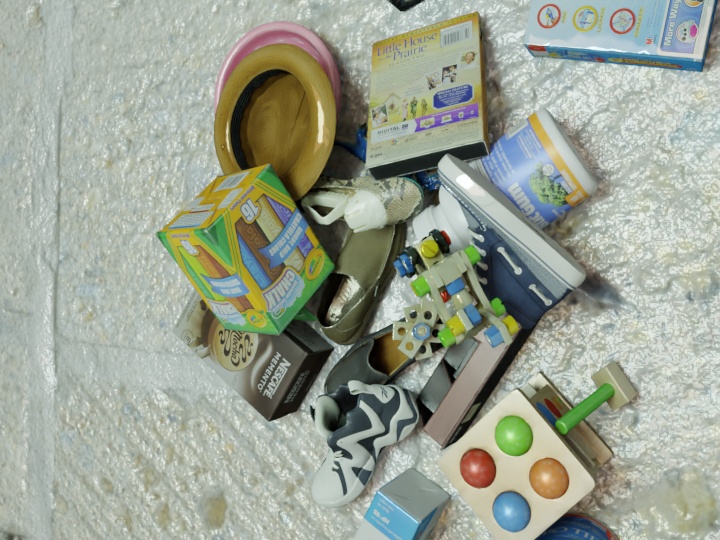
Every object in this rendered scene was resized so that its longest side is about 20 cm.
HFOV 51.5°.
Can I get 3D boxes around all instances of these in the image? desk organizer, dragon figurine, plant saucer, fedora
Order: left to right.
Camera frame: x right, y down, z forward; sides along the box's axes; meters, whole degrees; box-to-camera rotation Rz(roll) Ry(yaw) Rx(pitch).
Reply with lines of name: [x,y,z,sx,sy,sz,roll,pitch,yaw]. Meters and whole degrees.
plant saucer: [-0.109,-0.232,1.024,0.196,0.051,0.206,0,90,25]
fedora: [-0.096,-0.180,0.946,0.197,0.081,0.206,5,99,30]
dragon figurine: [0.032,-0.137,0.952,0.196,0.059,0.102,-5,88,24]
desk organizer: [0.132,0.107,0.900,0.077,0.071,0.202,36,105,23]

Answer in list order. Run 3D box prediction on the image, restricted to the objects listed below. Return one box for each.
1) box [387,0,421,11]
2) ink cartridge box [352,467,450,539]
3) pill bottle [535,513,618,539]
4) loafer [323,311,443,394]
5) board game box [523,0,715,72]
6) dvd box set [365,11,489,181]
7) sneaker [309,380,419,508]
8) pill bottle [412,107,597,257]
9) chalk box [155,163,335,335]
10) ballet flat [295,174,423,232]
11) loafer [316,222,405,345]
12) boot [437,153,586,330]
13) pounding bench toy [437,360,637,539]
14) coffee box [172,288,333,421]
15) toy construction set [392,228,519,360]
box: [0.023,-0.426,0.876,0.085,0.199,0.167,-21,82,23]
ink cartridge box: [0.026,0.359,0.927,0.066,0.115,0.203,29,102,22]
pill bottle: [0.217,0.340,0.789,0.110,0.199,0.115,0,91,24]
loafer: [0.022,0.111,0.951,0.199,0.072,0.074,-40,75,21]
board game box: [0.297,-0.335,0.825,0.192,0.056,0.205,13,96,25]
dvd box set: [0.078,-0.209,0.889,0.143,0.029,0.204,-11,57,21]
sneaker: [-0.031,0.211,0.933,0.199,0.128,0.080,-47,36,25]
pill bottle: [0.161,-0.082,0.861,0.199,0.112,0.113,-37,76,21]
chalk box: [-0.126,-0.005,0.912,0.123,0.124,0.202,-2,128,47]
ballet flat: [-0.014,-0.079,0.919,0.197,0.075,0.069,11,129,43]
loafer: [0.000,0.000,0.958,0.075,0.067,0.204,19,92,23]
boot: [0.138,-0.026,0.787,0.199,0.073,0.091,41,110,-6]
pounding bench toy: [0.206,0.183,0.817,0.200,0.155,0.125,-47,72,18]
coffee box: [-0.149,0.095,1.029,0.199,0.079,0.114,37,104,21]
toy construction set: [0.087,0.030,0.796,0.091,0.200,0.133,-31,87,-20]
